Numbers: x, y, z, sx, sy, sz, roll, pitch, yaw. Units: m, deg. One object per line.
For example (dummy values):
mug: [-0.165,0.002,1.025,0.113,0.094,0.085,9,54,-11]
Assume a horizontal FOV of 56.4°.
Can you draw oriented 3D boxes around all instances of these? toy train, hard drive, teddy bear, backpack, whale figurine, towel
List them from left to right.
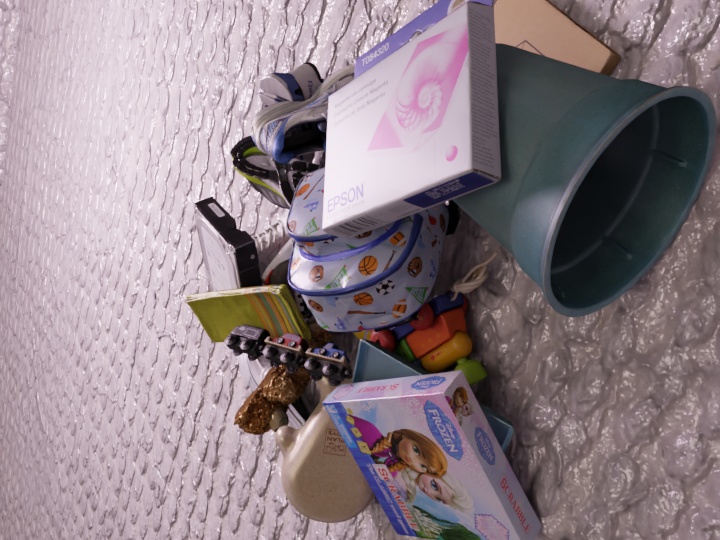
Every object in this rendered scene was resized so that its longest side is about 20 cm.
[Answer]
hard drive: [-0.185,0.013,0.970,0.140,0.037,0.203,42,146,41]
towel: [-0.157,0.064,0.913,0.198,0.018,0.087,-6,119,38]
toy train: [-0.090,0.103,0.857,0.197,0.046,0.034,11,143,31]
teddy bear: [-0.091,0.147,0.932,0.201,0.066,0.145,-55,7,-21]
whale figurine: [-0.034,0.225,0.894,0.104,0.156,0.204,-144,60,-88]
backpack: [0.005,-0.030,0.751,0.197,0.154,0.193,-17,46,27]
toy train: [0.108,0.079,0.758,0.200,0.084,0.117,-39,72,41]

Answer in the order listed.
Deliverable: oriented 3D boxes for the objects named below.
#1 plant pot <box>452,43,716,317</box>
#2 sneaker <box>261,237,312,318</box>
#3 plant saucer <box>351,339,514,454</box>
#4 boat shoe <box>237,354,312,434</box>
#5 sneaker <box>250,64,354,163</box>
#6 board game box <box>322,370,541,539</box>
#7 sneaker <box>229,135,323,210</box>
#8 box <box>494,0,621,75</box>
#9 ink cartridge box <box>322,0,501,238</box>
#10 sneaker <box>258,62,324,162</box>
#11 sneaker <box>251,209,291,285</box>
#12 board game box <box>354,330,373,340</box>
plant pot: [0.166,-0.099,0.599,0.196,0.198,0.203,44,121,40]
sneaker: [-0.093,0.026,0.960,0.081,0.077,0.201,34,147,7]
plant saucer: [0.078,0.147,0.755,0.198,0.019,0.071,28,125,25]
boat shoe: [-0.118,0.180,1.031,0.067,0.073,0.201,-43,68,22]
sneaker: [-0.038,-0.191,0.858,0.085,0.198,0.078,54,171,46]
board game box: [0.074,0.214,0.754,0.198,0.041,0.202,-17,106,47]
sneaker: [-0.090,-0.113,0.932,0.199,0.081,0.074,37,79,21]
box: [0.163,-0.188,0.734,0.164,0.021,0.201,54,127,33]
ink cartridge box: [0.038,-0.149,0.607,0.195,0.043,0.204,-18,66,49]
sneaker: [-0.075,-0.212,0.965,0.080,0.115,0.201,33,147,24]
sneaker: [-0.133,-0.031,1.010,0.201,0.098,0.078,-57,41,31]
board game box: [0.000,0.000,0.910,0.200,0.034,0.136,45,122,39]
